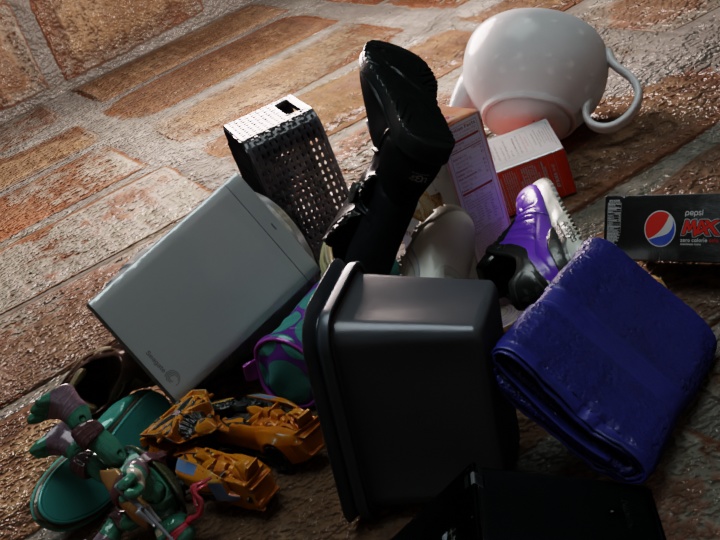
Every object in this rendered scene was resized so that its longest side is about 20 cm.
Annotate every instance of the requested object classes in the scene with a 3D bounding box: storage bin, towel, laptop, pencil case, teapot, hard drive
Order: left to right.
[{"bbox_3d":[-0.154,0.016,1.262,0.200,0.132,0.027,-43,8,-16],"label":"hard drive"},{"bbox_3d":[-0.074,-0.091,1.487,0.093,0.201,0.135,-25,23,-10],"label":"storage bin"},{"bbox_3d":[-0.033,0.051,1.290,0.092,0.086,0.200,7,34,25],"label":"pencil case"},{"bbox_3d":[0.051,0.091,1.011,0.133,0.201,0.146,-2,28,18],"label":"storage bin"},{"bbox_3d":[0.103,0.232,0.868,0.200,0.116,0.188,-46,15,20],"label":"laptop"},{"bbox_3d":[0.220,-0.223,1.588,0.200,0.196,0.147,144,139,-60],"label":"teapot"},{"bbox_3d":[0.194,0.068,0.997,0.200,0.148,0.050,-43,-8,-47],"label":"towel"}]

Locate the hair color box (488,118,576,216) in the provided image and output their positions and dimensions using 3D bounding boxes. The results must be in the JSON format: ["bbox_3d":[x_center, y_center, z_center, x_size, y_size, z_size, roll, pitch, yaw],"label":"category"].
[{"bbox_3d":[0.144,-0.103,1.495,0.199,0.064,0.111,-19,24,6],"label":"hair color box"}]

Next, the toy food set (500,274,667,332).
[{"bbox_3d":[0.175,0.043,1.165,0.197,0.049,0.200,-23,23,-2],"label":"toy food set"}]

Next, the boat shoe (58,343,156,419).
[{"bbox_3d":[-0.278,0.118,1.322,0.072,0.073,0.199,-15,-6,-45],"label":"boat shoe"}]

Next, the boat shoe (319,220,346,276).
[{"bbox_3d":[0.000,0.000,1.244,0.073,0.063,0.201,7,40,-10],"label":"boat shoe"}]

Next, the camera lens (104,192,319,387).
[{"bbox_3d":[-0.156,0.020,1.372,0.200,0.161,0.160,-36,26,-29],"label":"camera lens"}]

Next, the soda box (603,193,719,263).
[{"bbox_3d":[0.324,-0.038,1.159,0.199,0.064,0.071,3,3,45],"label":"soda box"}]

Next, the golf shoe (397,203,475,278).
[{"bbox_3d":[0.075,0.037,1.154,0.097,0.078,0.201,9,77,54],"label":"golf shoe"}]

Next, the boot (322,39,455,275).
[{"bbox_3d":[0.014,-0.103,1.191,0.076,0.169,0.201,13,36,-24],"label":"boot"}]

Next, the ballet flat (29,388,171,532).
[{"bbox_3d":[-0.259,0.192,1.234,0.070,0.067,0.200,-31,12,41],"label":"ballet flat"}]

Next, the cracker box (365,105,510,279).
[{"bbox_3d":[0.087,-0.067,1.286,0.057,0.201,0.134,-27,23,-24],"label":"cracker box"}]

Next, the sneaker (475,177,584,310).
[{"bbox_3d":[0.151,-0.021,1.176,0.099,0.070,0.200,-23,22,6],"label":"sneaker"}]

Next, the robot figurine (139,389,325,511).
[{"bbox_3d":[-0.126,0.159,1.170,0.199,0.058,0.145,5,37,46],"label":"robot figurine"}]

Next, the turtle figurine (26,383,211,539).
[{"bbox_3d":[-0.209,0.195,1.101,0.200,0.150,0.100,42,37,22],"label":"turtle figurine"}]
